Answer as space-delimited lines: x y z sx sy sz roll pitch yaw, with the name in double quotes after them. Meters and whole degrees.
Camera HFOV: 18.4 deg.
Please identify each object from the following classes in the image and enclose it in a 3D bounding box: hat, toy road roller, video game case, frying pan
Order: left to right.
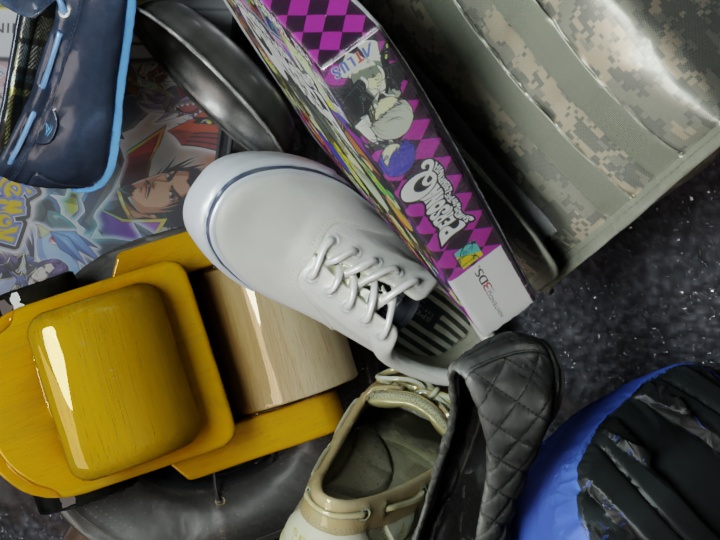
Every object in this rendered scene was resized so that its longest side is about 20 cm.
-0.159 -0.061 1.203 0.026 0.179 0.201 -112 26 -51 "video game case"
-0.100 0.048 1.128 0.146 0.199 0.124 173 79 -82 "toy road roller"
-0.091 0.065 1.245 0.201 0.200 0.081 58 175 -6 "hat"
-0.052 -0.071 1.140 0.190 0.031 0.115 49 170 -31 "frying pan"
-0.009 -0.085 1.017 0.200 0.036 0.182 51 176 47 "video game case"

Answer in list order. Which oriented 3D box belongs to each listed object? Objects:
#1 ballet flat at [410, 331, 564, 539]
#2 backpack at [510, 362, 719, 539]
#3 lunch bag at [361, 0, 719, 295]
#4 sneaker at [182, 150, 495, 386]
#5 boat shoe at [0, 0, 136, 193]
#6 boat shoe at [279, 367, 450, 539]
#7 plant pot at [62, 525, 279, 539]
0.043 0.112 1.044 0.067 0.056 0.201 50 135 46 "ballet flat"
0.147 0.163 1.098 0.201 0.162 0.168 54 136 -3 "backpack"
0.085 -0.092 1.031 0.164 0.117 0.200 51 139 4 "lunch bag"
0.000 0.000 1.108 0.071 0.199 0.073 36 98 49 "sneaker"
-0.149 -0.134 1.092 0.084 0.068 0.202 -147 58 -65 "boat shoe"
0.018 0.091 1.125 0.073 0.201 0.063 25 124 16 "boat shoe"
-0.117 0.218 1.310 0.200 0.200 0.199 36 124 13 "plant pot"
